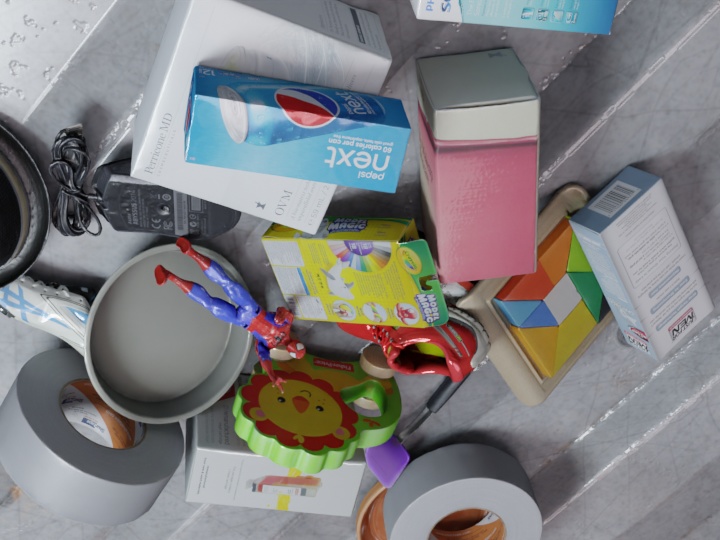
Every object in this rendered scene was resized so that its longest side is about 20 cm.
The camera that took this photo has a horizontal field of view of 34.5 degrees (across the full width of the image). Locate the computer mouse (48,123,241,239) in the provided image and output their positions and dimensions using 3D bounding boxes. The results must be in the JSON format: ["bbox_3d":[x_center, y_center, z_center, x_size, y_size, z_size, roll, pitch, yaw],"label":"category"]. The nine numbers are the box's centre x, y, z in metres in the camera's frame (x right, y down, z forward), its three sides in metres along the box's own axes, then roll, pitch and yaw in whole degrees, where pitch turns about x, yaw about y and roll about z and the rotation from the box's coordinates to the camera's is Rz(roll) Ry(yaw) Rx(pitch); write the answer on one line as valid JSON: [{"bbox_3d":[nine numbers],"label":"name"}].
[{"bbox_3d":[-0.219,-0.087,1.205,0.196,0.053,0.140,8,135,-6],"label":"computer mouse"}]

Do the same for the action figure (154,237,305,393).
[{"bbox_3d":[-0.122,0.053,1.238,0.065,0.099,0.199,-49,125,5],"label":"action figure"}]

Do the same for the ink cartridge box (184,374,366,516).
[{"bbox_3d":[-0.102,0.200,1.352,0.196,0.146,0.085,8,120,-14],"label":"ink cartridge box"}]

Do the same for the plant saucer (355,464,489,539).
[{"bbox_3d":[0.091,0.326,1.530,0.196,0.033,0.203,-4,124,-6],"label":"plant saucer"}]

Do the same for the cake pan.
[{"bbox_3d":[-0.211,0.066,1.267,0.197,0.037,0.204,-10,109,-30],"label":"cake pan"}]

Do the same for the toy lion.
[{"bbox_3d":[-0.046,0.154,1.302,0.196,0.193,0.070,11,121,-16],"label":"toy lion"}]

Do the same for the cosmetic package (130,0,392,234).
[{"bbox_3d":[-0.101,-0.172,1.127,0.197,0.124,0.201,17,119,-17],"label":"cosmetic package"}]

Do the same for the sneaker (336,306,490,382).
[{"bbox_3d":[0.045,0.071,1.280,0.197,0.085,0.078,13,134,35],"label":"sneaker"}]

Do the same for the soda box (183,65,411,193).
[{"bbox_3d":[-0.059,-0.127,1.050,0.196,0.065,0.069,7,122,-14],"label":"soda box"}]

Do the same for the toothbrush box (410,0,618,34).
[{"bbox_3d":[0.150,-0.314,1.094,0.196,0.086,0.149,1,123,-10],"label":"toothbrush box"}]

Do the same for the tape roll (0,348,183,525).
[{"bbox_3d":[-0.295,0.179,1.267,0.198,0.201,0.066,27,116,-23],"label":"tape roll"}]

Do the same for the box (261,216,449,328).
[{"bbox_3d":[0.000,0.000,1.240,0.197,0.049,0.119,5,130,31],"label":"box"}]

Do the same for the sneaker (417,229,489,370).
[{"bbox_3d":[0.094,0.041,1.324,0.200,0.068,0.108,32,109,-28],"label":"sneaker"}]

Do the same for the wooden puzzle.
[{"bbox_3d":[0.221,0.033,1.317,0.200,0.037,0.186,-44,122,-10],"label":"wooden puzzle"}]

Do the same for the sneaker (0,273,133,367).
[{"bbox_3d":[-0.337,0.036,1.266,0.198,0.072,0.073,31,83,-19],"label":"sneaker"}]

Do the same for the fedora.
[{"bbox_3d":[-0.407,-0.061,1.143,0.196,0.092,0.205,-2,106,-7],"label":"fedora"}]

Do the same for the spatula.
[{"bbox_3d":[0.074,0.183,1.434,0.201,0.057,0.020,-51,157,15],"label":"spatula"}]

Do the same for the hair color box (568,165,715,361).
[{"bbox_3d":[0.321,-0.006,1.313,0.099,0.060,0.201,-39,122,-11],"label":"hair color box"}]

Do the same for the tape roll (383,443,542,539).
[{"bbox_3d":[0.128,0.317,1.472,0.196,0.067,0.203,-4,124,-6],"label":"tape roll"}]

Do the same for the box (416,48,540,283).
[{"bbox_3d":[0.120,-0.108,1.196,0.107,0.129,0.203,-7,123,-3],"label":"box"}]
